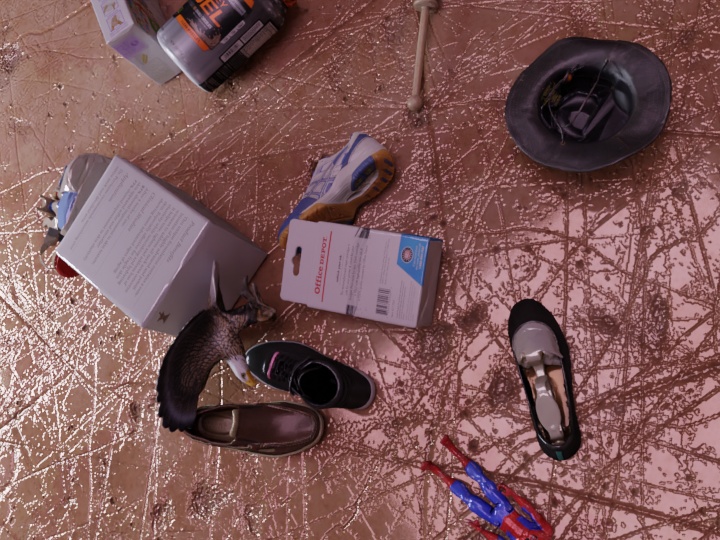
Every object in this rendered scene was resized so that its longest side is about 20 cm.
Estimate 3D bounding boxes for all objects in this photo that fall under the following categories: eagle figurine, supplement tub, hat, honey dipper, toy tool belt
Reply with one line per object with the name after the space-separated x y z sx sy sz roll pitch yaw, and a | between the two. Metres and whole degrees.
-0.195 0.106 1.020 0.199 0.152 0.151 -37 47 -9 | eagle figurine
-0.201 -0.381 1.194 0.200 0.122 0.123 -42 67 7 | supplement tub
0.288 -0.194 0.986 0.199 0.081 0.202 -10 66 23 | hat
0.089 -0.324 1.118 0.038 0.038 0.202 2 81 21 | honey dipper
-0.444 -0.085 1.233 0.122 0.124 0.202 2 72 53 | toy tool belt

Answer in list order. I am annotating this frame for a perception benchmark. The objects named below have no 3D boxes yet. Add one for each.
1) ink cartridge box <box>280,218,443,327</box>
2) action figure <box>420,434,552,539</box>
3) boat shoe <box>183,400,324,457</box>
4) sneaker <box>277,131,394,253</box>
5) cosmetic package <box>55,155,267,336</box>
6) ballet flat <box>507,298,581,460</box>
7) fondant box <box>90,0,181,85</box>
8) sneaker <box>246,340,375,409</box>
0.000 0.000 1.041 0.198 0.068 0.117 10 95 22 | ink cartridge box
0.161 0.285 0.935 0.200 0.052 0.066 39 89 22 | action figure
-0.150 0.213 1.055 0.200 0.075 0.075 -6 75 19 | boat shoe
-0.043 -0.109 1.105 0.200 0.075 0.088 -41 50 5 | sneaker
-0.280 -0.026 1.114 0.199 0.166 0.168 35 91 25 | cosmetic package
0.221 0.124 0.937 0.067 0.068 0.202 -19 71 16 | ballet flat
-0.369 -0.417 1.255 0.058 0.144 0.201 -30 68 11 | fondant box
-0.085 0.132 1.037 0.199 0.099 0.071 15 84 25 | sneaker
